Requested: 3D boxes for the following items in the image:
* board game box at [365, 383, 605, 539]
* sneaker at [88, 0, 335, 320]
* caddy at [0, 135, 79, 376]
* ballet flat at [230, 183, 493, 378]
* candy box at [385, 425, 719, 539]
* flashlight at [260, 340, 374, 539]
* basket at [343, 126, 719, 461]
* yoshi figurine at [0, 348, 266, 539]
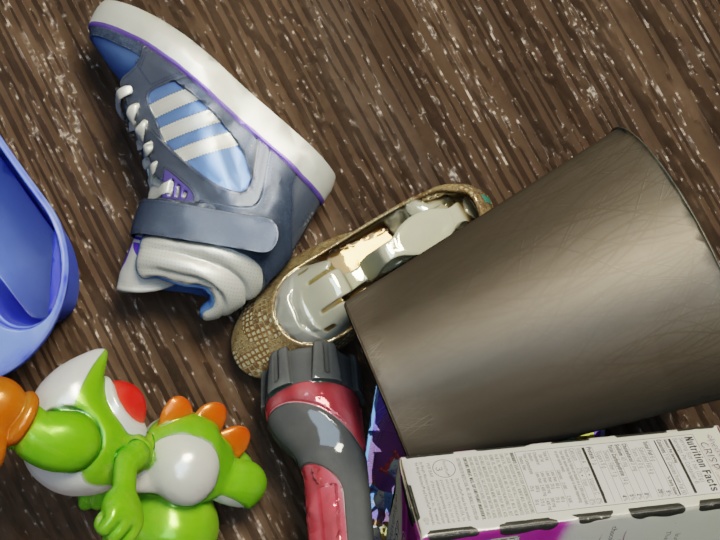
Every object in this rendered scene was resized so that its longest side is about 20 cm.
[{"bbox_3d":[0.082,0.118,0.779,0.156,0.039,0.203,10,82,-1],"label":"board game box"},{"bbox_3d":[-0.129,-0.061,0.775,0.199,0.081,0.147,38,80,0],"label":"sneaker"},{"bbox_3d":[-0.264,-0.021,0.751,0.141,0.105,0.201,-37,85,-6],"label":"caddy"},{"bbox_3d":[0.000,0.000,0.780,0.199,0.065,0.071,-35,82,-6],"label":"ballet flat"},{"bbox_3d":[0.115,0.165,0.712,0.197,0.137,0.061,-3,42,-12],"label":"candy box"},{"bbox_3d":[-0.025,0.141,0.716,0.067,0.068,0.202,-27,47,27],"label":"flashlight"},{"bbox_3d":[0.101,0.033,0.722,0.198,0.136,0.182,-24,64,-2],"label":"basket"},{"bbox_3d":[-0.152,0.130,0.724,0.198,0.112,0.113,21,40,-31],"label":"yoshi figurine"}]
